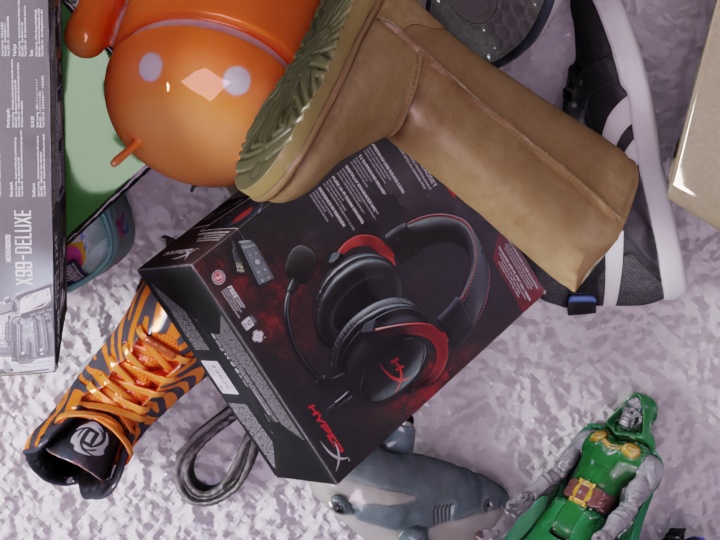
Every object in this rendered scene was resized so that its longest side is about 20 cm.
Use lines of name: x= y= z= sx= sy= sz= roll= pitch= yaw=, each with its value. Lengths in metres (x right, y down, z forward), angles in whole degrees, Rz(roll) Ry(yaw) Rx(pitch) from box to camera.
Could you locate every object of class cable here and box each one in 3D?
cable: x=-0.048 y=0.072 z=1.034 sx=0.200 sy=0.050 sz=0.097 roll=-34 pitch=98 yaw=7

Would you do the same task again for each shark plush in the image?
shark plush: x=0.006 y=0.114 z=1.025 sx=0.200 sy=0.091 sz=0.083 roll=44 pitch=86 yaw=-16

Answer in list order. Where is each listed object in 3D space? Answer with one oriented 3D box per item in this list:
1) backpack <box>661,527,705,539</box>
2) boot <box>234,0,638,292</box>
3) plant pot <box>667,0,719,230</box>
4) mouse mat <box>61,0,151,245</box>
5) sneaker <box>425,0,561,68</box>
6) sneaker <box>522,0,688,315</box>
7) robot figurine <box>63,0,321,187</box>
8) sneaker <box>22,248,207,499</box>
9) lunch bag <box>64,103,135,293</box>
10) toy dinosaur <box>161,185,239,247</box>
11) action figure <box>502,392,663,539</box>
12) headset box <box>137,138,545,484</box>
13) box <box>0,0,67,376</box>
backpack: x=0.180 y=0.300 z=1.024 sx=0.200 sy=0.163 sz=0.168 roll=-33 pitch=120 yaw=7
boot: x=0.049 y=-0.054 z=0.865 sx=0.200 sy=0.175 sz=0.066 roll=38 pitch=147 yaw=-18
plant pot: x=0.275 y=-0.093 z=0.921 sx=0.177 sy=0.200 sz=0.200 roll=15 pitch=104 yaw=9
mouse mat: x=-0.224 y=-0.099 z=0.941 sx=0.161 sy=0.008 sz=0.200 roll=-42 pitch=101 yaw=1
sneaker: x=0.127 y=-0.205 z=0.946 sx=0.077 sy=0.146 sz=0.202 roll=46 pitch=137 yaw=9
sneaker: x=0.123 y=-0.065 z=0.985 sx=0.112 sy=0.073 sz=0.200 roll=-14 pitch=102 yaw=6
robot figurine: x=-0.074 y=-0.131 z=0.922 sx=0.117 sy=0.200 sz=0.144 roll=-21 pitch=135 yaw=41
sneaker: x=-0.130 y=0.071 z=0.970 sx=0.078 sy=0.112 sz=0.200 roll=34 pitch=130 yaw=-6
lunch bag: x=-0.239 y=-0.060 z=0.997 sx=0.160 sy=0.077 sz=0.200 roll=-22 pitch=100 yaw=6
toy dinosaur: x=-0.060 y=-0.020 z=0.994 sx=0.088 sy=0.047 sz=0.200 roll=-44 pitch=87 yaw=0
action figure: x=0.131 y=0.163 z=1.021 sx=0.118 sy=0.055 sz=0.200 roll=22 pitch=73 yaw=35
headset box: x=0.000 y=0.000 z=0.928 sx=0.200 sy=0.075 sz=0.149 roll=-40 pitch=107 yaw=-27
box: x=-0.183 y=-0.058 z=0.870 sx=0.050 sy=0.158 sz=0.200 roll=-1 pitch=101 yaw=-8
